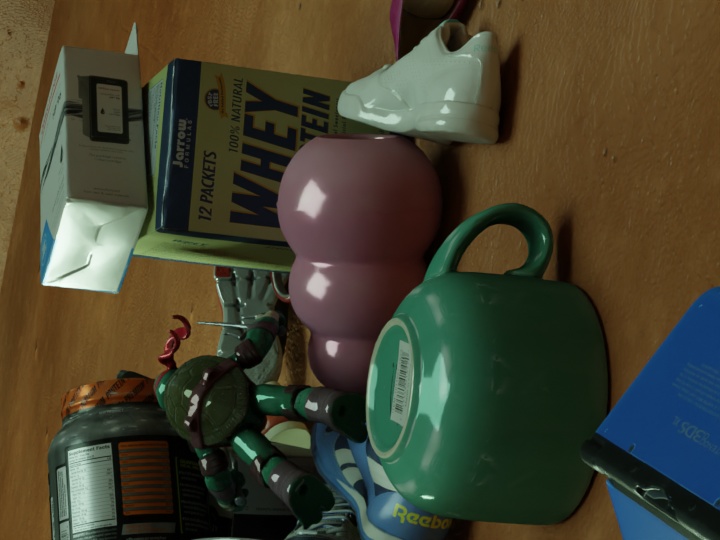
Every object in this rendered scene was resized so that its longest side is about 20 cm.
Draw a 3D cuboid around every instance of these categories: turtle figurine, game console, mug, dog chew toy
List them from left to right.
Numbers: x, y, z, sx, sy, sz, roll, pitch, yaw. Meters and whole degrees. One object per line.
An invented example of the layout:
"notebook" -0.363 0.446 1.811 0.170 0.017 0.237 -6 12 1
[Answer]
"turtle figurine" -0.088 0.105 1.457 0.200 0.100 0.150 21 98 44
"dog chew toy" 0.000 0.000 1.493 0.124 0.124 0.201 -158 67 -72
"mug" 0.068 0.066 1.250 0.152 0.114 0.186 113 155 -43
"game console" 0.200 0.121 0.980 0.171 0.118 0.200 -52 20 -2

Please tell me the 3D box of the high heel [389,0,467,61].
"high heel" 0.058 -0.212 1.439 0.200 0.067 0.096 153 132 -75

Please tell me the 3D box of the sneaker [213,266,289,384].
"sneaker" -0.099 0.036 1.853 0.082 0.077 0.201 88 -170 -63

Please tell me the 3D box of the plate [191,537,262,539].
"plate" -0.043 0.232 1.400 0.200 0.199 0.026 133 152 -62

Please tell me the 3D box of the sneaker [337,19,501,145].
"sneaker" 0.051 -0.140 1.463 0.200 0.075 0.089 12 91 62

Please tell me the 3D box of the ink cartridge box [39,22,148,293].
"ink cartridge box" -0.218 -0.097 1.618 0.116 0.068 0.201 116 154 -48

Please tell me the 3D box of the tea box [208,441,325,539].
"tea box" -0.109 0.238 1.636 0.200 0.133 0.198 3 88 54

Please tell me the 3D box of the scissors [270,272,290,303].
"scissors" -0.091 -0.049 1.821 0.200 0.014 0.073 51 121 37

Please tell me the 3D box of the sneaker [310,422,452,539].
"sneaker" 0.023 0.136 1.449 0.200 0.074 0.083 46 122 61

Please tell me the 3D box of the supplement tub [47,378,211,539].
"supplement tub" -0.174 0.190 1.517 0.123 0.122 0.201 135 133 -63

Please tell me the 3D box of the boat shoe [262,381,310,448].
"boat shoe" -0.102 0.190 1.799 0.063 0.071 0.200 59 136 40

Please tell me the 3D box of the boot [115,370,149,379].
"boot" -0.189 0.160 1.873 0.200 0.138 0.078 -61 -10 -75

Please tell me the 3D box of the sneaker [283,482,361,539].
"sneaker" -0.028 0.195 1.479 0.200 0.077 0.086 61 -147 -79

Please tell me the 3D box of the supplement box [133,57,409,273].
"supplement box" -0.085 -0.078 1.634 0.200 0.199 0.135 163 112 -72
